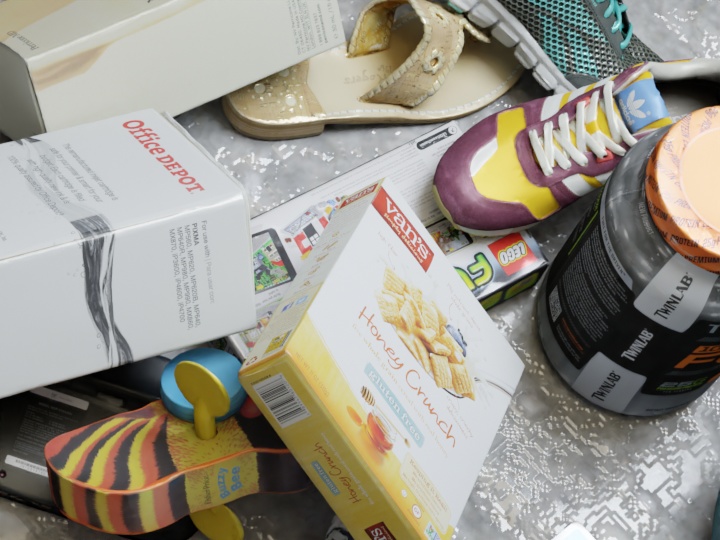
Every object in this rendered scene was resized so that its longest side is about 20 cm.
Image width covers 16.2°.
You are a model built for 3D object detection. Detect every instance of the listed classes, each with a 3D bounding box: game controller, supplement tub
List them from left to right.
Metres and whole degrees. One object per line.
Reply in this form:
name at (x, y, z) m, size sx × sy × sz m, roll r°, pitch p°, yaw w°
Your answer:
game controller at (-0.172, 0.082, 1.413) m, size 0.199 × 0.042 × 0.105 m, roll 19°, pitch 77°, yaw -4°
supplement tub at (0.182, -0.006, 1.441) m, size 0.122 × 0.200 × 0.123 m, roll 5°, pitch 65°, yaw -11°

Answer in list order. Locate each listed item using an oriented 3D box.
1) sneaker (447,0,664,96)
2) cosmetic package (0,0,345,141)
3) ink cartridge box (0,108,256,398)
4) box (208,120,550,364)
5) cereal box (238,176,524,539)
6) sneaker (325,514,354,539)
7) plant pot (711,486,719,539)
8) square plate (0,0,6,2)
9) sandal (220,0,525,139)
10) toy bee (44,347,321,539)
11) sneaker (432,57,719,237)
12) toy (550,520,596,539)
sneaker at (0.130, -0.165, 1.543) m, size 0.200 × 0.091 × 0.078 m, roll 36°, pitch 40°, yaw -16°
cosmetic package at (-0.121, -0.140, 1.478) m, size 0.200 × 0.071 × 0.105 m, roll -26°, pitch 30°, yaw -24°
ink cartridge box at (-0.172, -0.007, 1.351) m, size 0.199 × 0.084 × 0.144 m, roll -16°, pitch 29°, yaw -19°
box at (0.000, 0.000, 1.488) m, size 0.200 × 0.035 × 0.110 m, roll -26°, pitch 74°, yaw -23°
cereal box at (0.016, 0.054, 1.356) m, size 0.144 × 0.039 × 0.200 m, roll 54°, pitch 31°, yaw -16°
sneaker at (-0.015, 0.170, 1.386) m, size 0.108 × 0.070 × 0.201 m, roll 5°, pitch 67°, yaw -13°
plant pot at (0.283, 0.135, 1.424) m, size 0.199 × 0.201 × 0.135 m, roll 1°, pitch 31°, yaw -13°
square plate at (-0.279, -0.246, 1.445) m, size 0.199 × 0.198 × 0.029 m, roll 17°, pitch 56°, yaw -5°
sandal at (0.021, -0.133, 1.535) m, size 0.211 × 0.070 × 0.078 m, roll -15°, pitch 70°, yaw -19°
toy bee at (-0.062, 0.087, 1.346) m, size 0.200 × 0.131 × 0.109 m, roll -41°, pitch 52°, yaw -7°
sneaker at (0.137, -0.083, 1.483) m, size 0.200 × 0.090 × 0.075 m, roll -22°, pitch 79°, yaw -19°
toy at (0.153, 0.240, 1.406) m, size 0.115 × 0.047 × 0.200 m, roll -35°, pitch 78°, yaw -27°
